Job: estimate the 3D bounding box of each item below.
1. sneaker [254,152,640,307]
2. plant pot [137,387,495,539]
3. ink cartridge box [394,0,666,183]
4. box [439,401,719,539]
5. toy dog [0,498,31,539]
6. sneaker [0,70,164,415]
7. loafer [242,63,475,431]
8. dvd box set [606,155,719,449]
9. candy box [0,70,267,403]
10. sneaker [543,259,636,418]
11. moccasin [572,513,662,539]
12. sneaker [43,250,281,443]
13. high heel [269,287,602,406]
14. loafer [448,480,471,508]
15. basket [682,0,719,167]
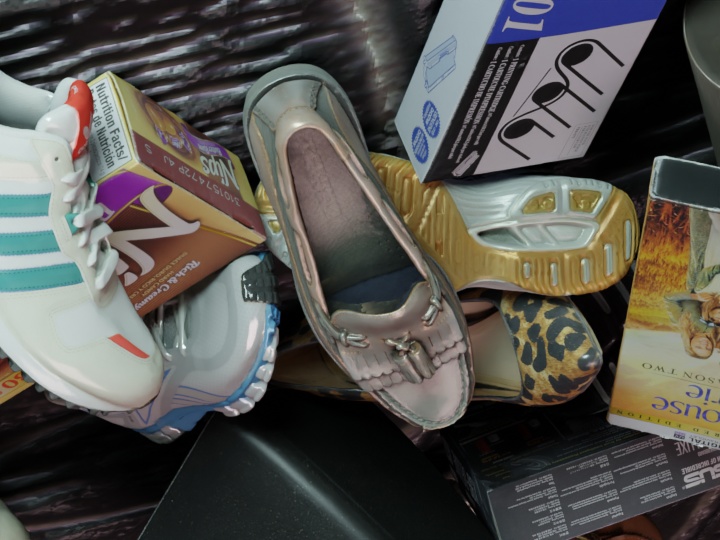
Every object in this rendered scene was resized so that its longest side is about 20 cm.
[{"bbox_3d":[0.039,-0.020,1.151,0.199,0.076,0.088,7,-175,-12],"label":"sneaker"},{"bbox_3d":[-0.021,0.198,1.255,0.201,0.177,0.199,-58,163,10],"label":"plant pot"},{"bbox_3d":[0.088,-0.121,1.041,0.093,0.044,0.200,-11,150,-22],"label":"ink cartridge box"},{"bbox_3d":[0.159,0.100,1.374,0.199,0.050,0.158,-19,-165,-5],"label":"box"},{"bbox_3d":[-0.246,0.180,1.206,0.139,0.194,0.201,-12,120,10],"label":"toy dog"},{"bbox_3d":[-0.135,-0.026,0.950,0.093,0.070,0.200,-36,109,15],"label":"sneaker"},{"bbox_3d":[0.000,0.000,1.063,0.072,0.063,0.201,-25,114,3],"label":"loafer"},{"bbox_3d":[0.205,0.029,1.128,0.145,0.030,0.201,13,145,8],"label":"dvd box set"},{"bbox_3d":[-0.158,-0.004,1.065,0.199,0.057,0.117,-29,151,17],"label":"candy box"},{"bbox_3d":[0.199,0.025,1.342,0.115,0.076,0.200,6,141,-46],"label":"sneaker"},{"bbox_3d":[0.145,0.202,1.606,0.201,0.078,0.074,12,137,-46],"label":"moccasin"},{"bbox_3d":[-0.107,0.041,1.140,0.086,0.075,0.200,10,155,-25],"label":"sneaker"},{"bbox_3d":[0.036,0.050,1.192,0.142,0.072,0.200,-15,-169,-19],"label":"high heel"},{"bbox_3d":[0.020,0.179,1.497,0.199,0.063,0.072,-32,133,12],"label":"loafer"},{"bbox_3d":[0.239,-0.075,1.123,0.135,0.181,0.200,10,156,29],"label":"basket"}]
